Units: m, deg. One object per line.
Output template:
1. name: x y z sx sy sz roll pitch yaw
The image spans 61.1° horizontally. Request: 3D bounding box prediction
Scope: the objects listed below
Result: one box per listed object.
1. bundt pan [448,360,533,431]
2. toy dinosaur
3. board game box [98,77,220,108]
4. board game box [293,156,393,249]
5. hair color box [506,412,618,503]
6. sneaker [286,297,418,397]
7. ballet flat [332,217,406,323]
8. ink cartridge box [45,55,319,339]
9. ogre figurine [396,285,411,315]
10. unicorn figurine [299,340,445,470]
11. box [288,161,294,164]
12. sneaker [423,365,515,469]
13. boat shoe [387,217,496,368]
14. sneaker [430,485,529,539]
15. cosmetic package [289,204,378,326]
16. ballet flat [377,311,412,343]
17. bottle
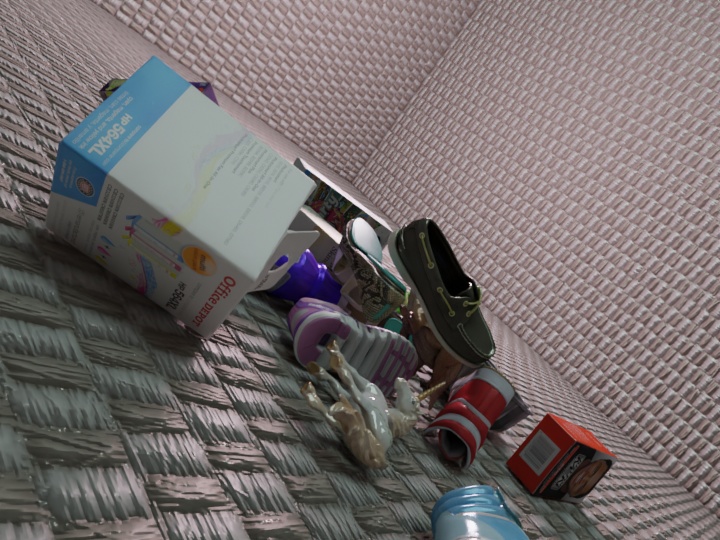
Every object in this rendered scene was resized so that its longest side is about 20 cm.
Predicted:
1. bundt pan: 0.184 0.178 0.986 0.202 0.076 0.202 46 5 -6
2. toy dinosaur: 0.105 0.084 0.827 0.085 0.134 0.204 -8 -78 57
3. board game box: -0.171 -0.096 0.622 0.117 0.033 0.202 6 -43 19
4. board game box: -0.064 -0.064 0.998 0.198 0.148 0.064 32 13 -31
5. hair color box: 0.310 0.289 0.926 0.199 0.102 0.061 28 12 -47
6. sneaker: -0.012 0.085 0.731 0.198 0.081 0.088 30 5 -39
7. ballet flat: 0.000 0.000 0.769 0.067 0.075 0.201 37 14 -28
8. ink cartridge box: -0.145 -0.050 0.534 0.199 0.128 0.126 37 50 -11
9. ogre figurine: 0.134 0.088 1.239 0.118 0.100 0.200 22 -11 15
10. unicorn figurine: 0.007 0.135 0.612 0.138 0.074 0.200 47 23 -7
11. box: -0.074 -0.106 1.130 0.199 0.078 0.095 39 9 1
12. sneaker: 0.129 0.201 0.795 0.071 0.113 0.201 37 -21 13
13. boat shoe: 0.110 0.029 0.743 0.204 0.060 0.072 56 42 -9
14. sneaker: 0.140 0.253 0.512 0.199 0.080 0.131 38 11 -10
15. cosmetic package: -0.047 0.004 0.882 0.199 0.106 0.071 40 11 16
16. ballet flat: 0.027 0.077 0.974 0.199 0.070 0.071 42 -14 -19
17. bottle: -0.102 -0.006 0.777 0.198 0.066 0.083 34 -34 -24
